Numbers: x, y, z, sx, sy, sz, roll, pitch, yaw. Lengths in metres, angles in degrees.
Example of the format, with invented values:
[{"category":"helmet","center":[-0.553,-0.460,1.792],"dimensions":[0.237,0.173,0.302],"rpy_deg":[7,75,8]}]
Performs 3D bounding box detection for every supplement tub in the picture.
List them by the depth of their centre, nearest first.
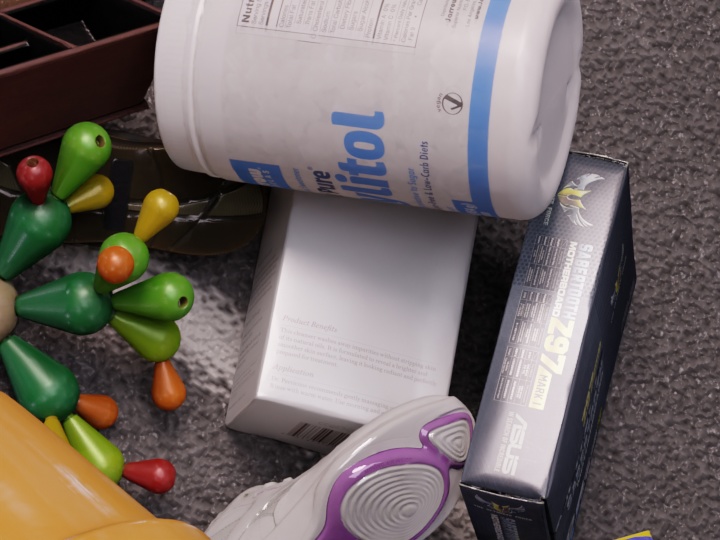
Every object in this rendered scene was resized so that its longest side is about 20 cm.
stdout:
[{"category":"supplement tub","center":[0.007,-0.102,1.096],"dimensions":[0.199,0.132,0.132],"rpy_deg":[8,69,16]}]

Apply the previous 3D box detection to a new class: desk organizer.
[{"category":"desk organizer","center":[-0.197,-0.105,1.079],"dimensions":[0.200,0.077,0.072],"rpy_deg":[-23,69,-35]}]

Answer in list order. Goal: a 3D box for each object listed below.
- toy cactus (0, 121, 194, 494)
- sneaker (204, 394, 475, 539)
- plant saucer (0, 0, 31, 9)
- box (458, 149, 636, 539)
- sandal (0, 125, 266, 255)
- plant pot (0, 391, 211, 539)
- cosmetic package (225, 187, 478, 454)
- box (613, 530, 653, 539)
[{"category":"toy cactus","center":[-0.171,0.025,1.119],"dimensions":[0.165,0.102,0.201],"rpy_deg":[-1,111,8]},{"category":"sneaker","center":[-0.029,0.127,1.117],"dimensions":[0.200,0.100,0.075],"rpy_deg":[-40,122,-2]},{"category":"plant saucer","center":[-0.209,-0.232,1.183],"dimensions":[0.200,0.037,0.201],"rpy_deg":[-2,68,4]},{"category":"box","center":[0.108,0.056,1.163],"dimensions":[0.051,0.158,0.200],"rpy_deg":[10,68,14]},{"category":"sandal","center":[-0.152,-0.056,1.172],"dimensions":[0.199,0.055,0.082],"rpy_deg":[8,102,-15]},{"category":"plant pot","center":[-0.172,0.161,1.014],"dimensions":[0.200,0.200,0.183],"rpy_deg":[-29,59,-22]},{"category":"cosmetic package","center":[0.000,0.000,1.192],"dimensions":[0.113,0.081,0.200],"rpy_deg":[16,69,-12]},{"category":"box","center":[0.073,0.208,1.131],"dimensions":[0.199,0.064,0.070],"rpy_deg":[-15,50,-9]}]
